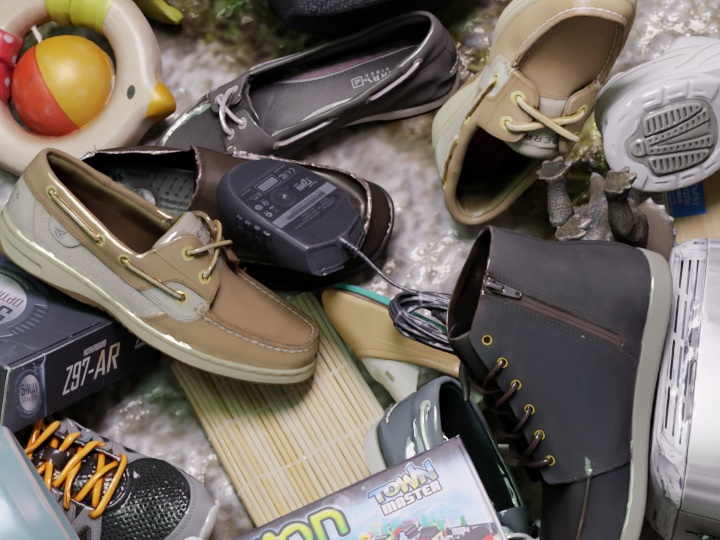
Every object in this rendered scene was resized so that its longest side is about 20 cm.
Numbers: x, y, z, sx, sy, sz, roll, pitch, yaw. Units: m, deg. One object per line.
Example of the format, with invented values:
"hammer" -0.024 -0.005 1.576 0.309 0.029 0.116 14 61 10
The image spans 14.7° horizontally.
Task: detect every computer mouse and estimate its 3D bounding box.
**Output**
"computer mouse" 0.000 0.000 1.540 0.199 0.034 0.058 35 47 25

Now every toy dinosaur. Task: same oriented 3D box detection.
"toy dinosaur" 0.120 0.007 1.494 0.076 0.103 0.201 -1 45 32

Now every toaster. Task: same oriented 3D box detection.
"toaster" 0.217 0.062 1.454 0.128 0.114 0.201 7 70 4

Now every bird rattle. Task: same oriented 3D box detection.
"bird rattle" -0.198 -0.131 1.708 0.199 0.113 0.164 -27 72 -1

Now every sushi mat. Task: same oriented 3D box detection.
"sushi mat" -0.026 0.104 1.563 0.095 0.012 0.201 -28 56 -6

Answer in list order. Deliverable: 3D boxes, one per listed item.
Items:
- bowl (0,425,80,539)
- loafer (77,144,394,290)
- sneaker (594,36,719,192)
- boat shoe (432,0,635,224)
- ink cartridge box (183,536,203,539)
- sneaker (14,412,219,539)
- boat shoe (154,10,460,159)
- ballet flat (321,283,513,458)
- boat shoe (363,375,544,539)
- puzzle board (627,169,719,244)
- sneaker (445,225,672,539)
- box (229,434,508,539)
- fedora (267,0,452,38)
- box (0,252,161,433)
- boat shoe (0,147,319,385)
"bowl" -0.199 0.156 1.453 0.105 0.201 0.201 -31 56 -5
"loafer" -0.080 -0.034 1.617 0.198 0.071 0.074 3 75 11
"sneaker" 0.223 -0.109 1.587 0.198 0.078 0.099 -10 27 -8
"boat shoe" 0.098 -0.092 1.554 0.073 0.200 0.067 10 59 -15
"ink cartridge box" -0.031 0.234 1.444 0.199 0.067 0.116 25 71 26
"sneaker" -0.173 0.114 1.553 0.199 0.077 0.079 14 60 20
"boat shoe" -0.037 -0.106 1.674 0.199 0.057 0.067 -20 57 0
"ballet flat" 0.057 0.062 1.541 0.199 0.069 0.063 18 81 25
"boat shoe" 0.067 0.144 1.465 0.062 0.073 0.201 -47 54 29
"puzzle board" 0.226 -0.020 1.582 0.149 0.017 0.201 -10 56 8
"sneaker" 0.087 0.080 1.414 0.105 0.075 0.202 11 82 -18
"box" -0.017 0.174 1.414 0.199 0.035 0.111 -25 57 -1
"fedora" 0.006 -0.195 1.673 0.199 0.201 0.092 -19 82 1
"box" -0.234 0.021 1.592 0.199 0.044 0.160 20 24 25
"boat shoe" -0.108 -0.002 1.563 0.199 0.067 0.074 25 27 -1
